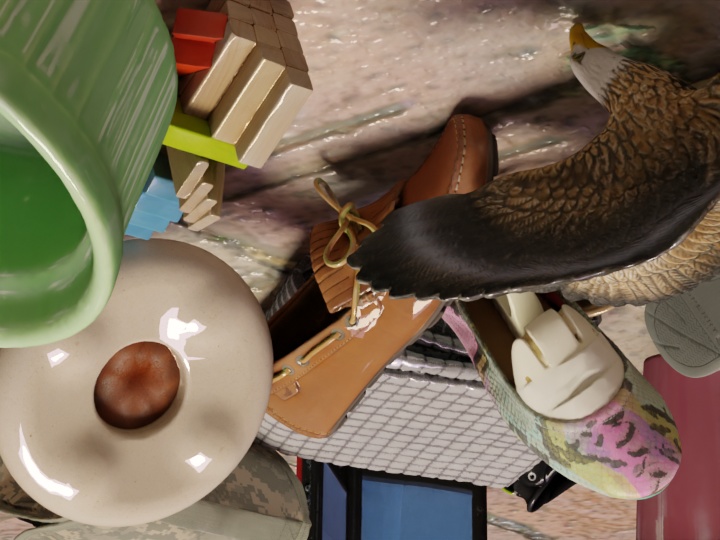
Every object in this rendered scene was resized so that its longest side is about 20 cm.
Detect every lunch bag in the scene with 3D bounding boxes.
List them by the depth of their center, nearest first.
[{"bbox_3d":[-0.146,0.125,1.050,0.163,0.118,0.199,23,-179,-41],"label":"lunch bag"}]

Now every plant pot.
[{"bbox_3d":[0.247,0.133,1.022,0.198,0.181,0.200,-8,172,-1],"label":"plant pot"}]

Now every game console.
[{"bbox_3d":[0.025,0.208,1.218,0.118,0.202,0.173,-4,156,10],"label":"game console"}]

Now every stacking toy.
[{"bbox_3d":[-0.146,0.033,0.891,0.145,0.147,0.200,17,-173,-32],"label":"stacking toy"}]

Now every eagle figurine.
[{"bbox_3d":[0.113,-0.040,0.704,0.151,0.151,0.200,33,111,-20],"label":"eagle figurine"}]

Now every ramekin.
[{"bbox_3d":[-0.167,-0.070,0.648,0.198,0.098,0.201,16,146,11],"label":"ramekin"}]

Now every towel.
[{"bbox_3d":[0.035,0.056,1.018,0.198,0.086,0.166,9,154,-14],"label":"towel"}]

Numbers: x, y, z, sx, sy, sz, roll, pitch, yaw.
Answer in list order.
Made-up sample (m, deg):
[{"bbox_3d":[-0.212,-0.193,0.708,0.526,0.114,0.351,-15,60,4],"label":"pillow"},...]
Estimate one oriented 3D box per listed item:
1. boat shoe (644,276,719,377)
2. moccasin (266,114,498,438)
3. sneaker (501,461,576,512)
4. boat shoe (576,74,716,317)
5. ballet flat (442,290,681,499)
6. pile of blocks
[{"bbox_3d":[0.231,-0.002,0.899,0.065,0.075,0.202,-28,171,-34],"label":"boat shoe"},{"bbox_3d":[0.000,-0.001,0.850,0.077,0.074,0.202,26,130,-18],"label":"moccasin"},{"bbox_3d":[0.103,0.122,1.162,0.198,0.083,0.072,-4,156,13],"label":"sneaker"},{"bbox_3d":[0.157,-0.033,0.823,0.071,0.065,0.200,10,155,-19],"label":"boat shoe"},{"bbox_3d":[0.085,0.030,0.841,0.069,0.200,0.071,-28,137,-9],"label":"ballet flat"},{"bbox_3d":[-0.099,-0.059,0.754,0.062,0.083,0.200,15,154,-30],"label":"pile of blocks"}]
